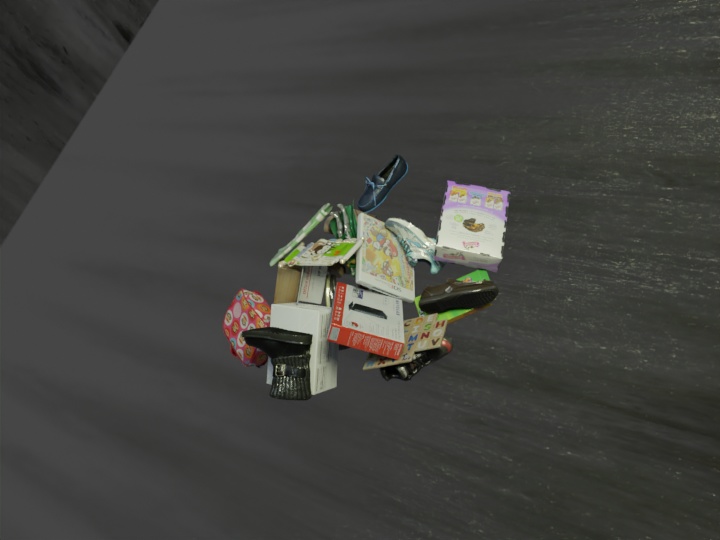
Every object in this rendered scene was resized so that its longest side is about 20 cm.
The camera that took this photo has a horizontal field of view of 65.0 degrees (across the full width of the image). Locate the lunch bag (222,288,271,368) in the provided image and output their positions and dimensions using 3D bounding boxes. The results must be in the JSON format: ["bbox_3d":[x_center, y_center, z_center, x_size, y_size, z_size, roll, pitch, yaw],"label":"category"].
[{"bbox_3d":[-0.315,0.172,1.597,0.200,0.081,0.178,47,114,39],"label":"lunch bag"}]

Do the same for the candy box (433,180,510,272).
[{"bbox_3d":[0.280,-0.112,1.424,0.163,0.072,0.204,11,62,7],"label":"candy box"}]

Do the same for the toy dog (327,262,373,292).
[{"bbox_3d":[0.000,0.000,1.559,0.199,0.097,0.132,40,80,24],"label":"toy dog"}]

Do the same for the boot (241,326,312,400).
[{"bbox_3d":[-0.207,0.225,1.371,0.206,0.079,0.163,5,93,30],"label":"boot"}]

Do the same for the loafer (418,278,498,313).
[{"bbox_3d":[0.233,0.047,1.364,0.195,0.073,0.073,-9,54,18],"label":"loafer"}]

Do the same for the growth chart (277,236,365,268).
[{"bbox_3d":[-0.093,-0.047,1.415,0.195,0.018,0.145,-3,30,23],"label":"growth chart"}]

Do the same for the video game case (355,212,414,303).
[{"bbox_3d":[0.067,-0.033,1.477,0.023,0.179,0.205,-34,44,45],"label":"video game case"}]

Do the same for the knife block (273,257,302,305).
[{"bbox_3d":[-0.202,0.060,1.546,0.062,0.200,0.181,8,94,-7],"label":"knife block"}]

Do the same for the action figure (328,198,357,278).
[{"bbox_3d":[-0.033,-0.074,1.499,0.118,0.054,0.204,-40,59,45],"label":"action figure"}]

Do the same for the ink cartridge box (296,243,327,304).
[{"bbox_3d":[-0.125,0.013,1.515,0.065,0.119,0.201,10,17,-5],"label":"ink cartridge box"}]

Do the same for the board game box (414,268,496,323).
[{"bbox_3d":[0.236,0.074,1.411,0.197,0.030,0.097,-27,54,16],"label":"board game box"}]

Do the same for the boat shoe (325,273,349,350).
[{"bbox_3d":[-0.058,0.111,1.504,0.064,0.072,0.207,-4,83,3],"label":"boat shoe"}]

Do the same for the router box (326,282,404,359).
[{"bbox_3d":[0.014,0.117,1.365,0.175,0.050,0.201,15,26,-6],"label":"router box"}]

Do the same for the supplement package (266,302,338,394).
[{"bbox_3d":[-0.144,0.193,1.443,0.152,0.110,0.206,6,92,30],"label":"supplement package"}]

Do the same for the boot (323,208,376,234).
[{"bbox_3d":[-0.034,-0.118,1.604,0.142,0.072,0.201,2,25,10],"label":"boot"}]

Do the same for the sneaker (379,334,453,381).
[{"bbox_3d":[0.128,0.212,1.345,0.196,0.072,0.099,-19,26,19],"label":"sneaker"}]

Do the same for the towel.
[{"bbox_3d":[-0.156,-0.098,1.498,0.199,0.023,0.153,-42,9,11],"label":"towel"}]

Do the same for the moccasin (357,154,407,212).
[{"bbox_3d":[0.055,-0.264,1.677,0.080,0.068,0.201,30,77,41],"label":"moccasin"}]

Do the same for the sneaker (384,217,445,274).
[{"bbox_3d":[0.140,-0.065,1.476,0.197,0.078,0.087,33,88,9],"label":"sneaker"}]

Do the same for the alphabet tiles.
[{"bbox_3d":[0.112,0.166,1.356,0.196,0.008,0.168,-16,25,29],"label":"alphabet tiles"}]
